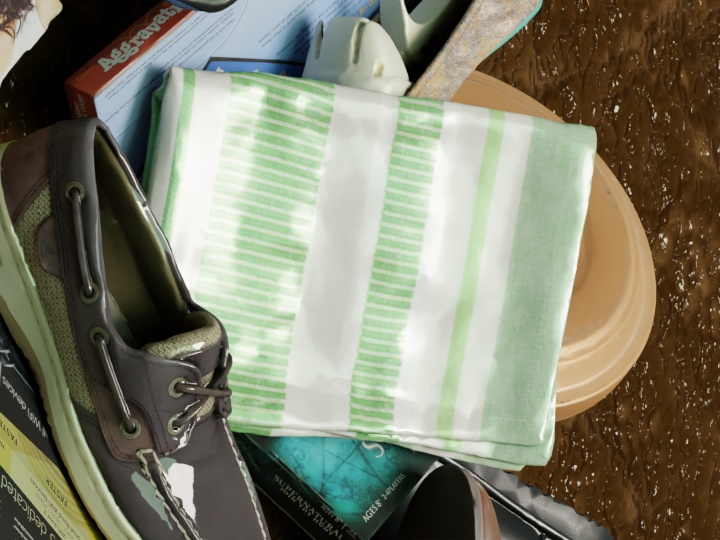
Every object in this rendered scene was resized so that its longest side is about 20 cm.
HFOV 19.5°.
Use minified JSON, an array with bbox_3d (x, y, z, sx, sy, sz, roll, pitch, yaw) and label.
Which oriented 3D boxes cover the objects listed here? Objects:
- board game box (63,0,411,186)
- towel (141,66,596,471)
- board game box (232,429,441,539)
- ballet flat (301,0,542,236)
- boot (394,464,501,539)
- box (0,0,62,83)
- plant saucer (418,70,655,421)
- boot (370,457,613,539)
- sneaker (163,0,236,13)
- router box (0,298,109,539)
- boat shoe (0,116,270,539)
[{"bbox_3d":[-0.047,-0.097,0.910,0.200,0.019,0.103,-45,145,-31],"label":"board game box"},{"bbox_3d":[0.000,0.000,0.880,0.198,0.023,0.154,8,92,-20],"label":"towel"},{"bbox_3d":[0.000,0.025,0.956,0.135,0.028,0.200,41,47,4],"label":"board game box"},{"bbox_3d":[0.013,-0.098,0.935,0.200,0.068,0.068,-53,138,-33],"label":"ballet flat"},{"bbox_3d":[0.107,0.179,0.942,0.199,0.064,0.188,2,91,-34],"label":"boot"},{"bbox_3d":[-0.187,-0.147,0.745,0.076,0.050,0.201,-59,134,-33],"label":"box"},{"bbox_3d":[0.052,-0.021,0.978,0.199,0.032,0.201,14,51,-18],"label":"plant saucer"},{"bbox_3d":[0.027,0.167,0.973,0.197,0.073,0.163,29,64,-20],"label":"boot"},{"bbox_3d":[-0.089,-0.164,0.775,0.079,0.089,0.200,-50,149,-6],"label":"sneaker"},{"bbox_3d":[-0.134,0.097,0.769,0.158,0.052,0.201,-97,161,-51],"label":"router box"},{"bbox_3d":[-0.082,0.036,0.797,0.201,0.065,0.072,64,29,-4],"label":"boat shoe"}]
